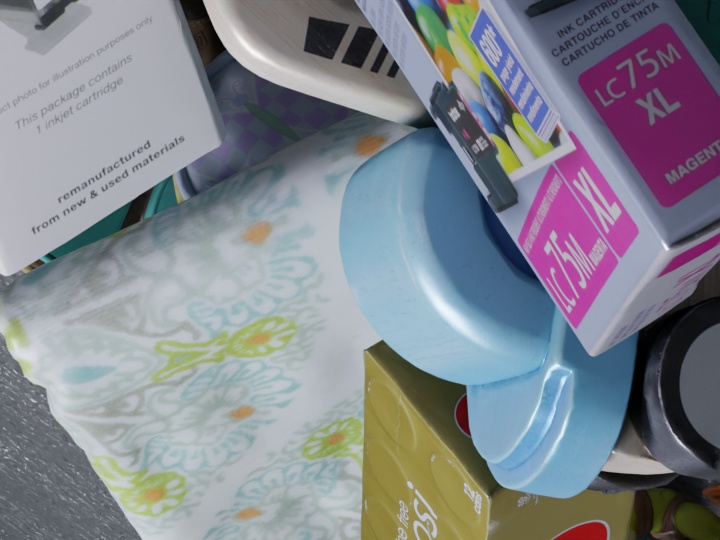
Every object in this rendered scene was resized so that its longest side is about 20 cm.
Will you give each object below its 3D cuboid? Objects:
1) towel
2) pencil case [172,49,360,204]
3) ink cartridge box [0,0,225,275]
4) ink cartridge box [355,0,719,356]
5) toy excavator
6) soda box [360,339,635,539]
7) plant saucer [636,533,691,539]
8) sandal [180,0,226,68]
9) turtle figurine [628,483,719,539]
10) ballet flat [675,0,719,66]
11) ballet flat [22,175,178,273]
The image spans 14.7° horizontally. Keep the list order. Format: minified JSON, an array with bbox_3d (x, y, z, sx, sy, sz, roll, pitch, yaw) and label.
[{"bbox_3d":[-0.009,0.029,0.904,0.048,0.170,0.200,61,177,34],"label":"towel"},{"bbox_3d":[0.000,0.000,0.986,0.083,0.091,0.200,8,155,23],"label":"pencil case"},{"bbox_3d":[-0.131,-0.121,0.787,0.147,0.083,0.201,39,156,46],"label":"ink cartridge box"},{"bbox_3d":[0.022,-0.081,0.667,0.201,0.042,0.119,59,170,9],"label":"ink cartridge box"},{"bbox_3d":[0.024,-0.042,0.763,0.199,0.196,0.100,10,171,-16],"label":"toy excavator"},{"bbox_3d":[0.043,0.090,0.911,0.068,0.064,0.201,49,155,30],"label":"soda box"},{"bbox_3d":[0.102,0.116,1.232,0.199,0.027,0.200,33,165,10],"label":"plant saucer"},{"bbox_3d":[-0.078,-0.092,0.945,0.080,0.057,0.201,28,163,29],"label":"sandal"},{"bbox_3d":[0.153,0.114,1.043,0.199,0.065,0.161,20,167,22],"label":"turtle figurine"},{"bbox_3d":[0.146,-0.050,0.605,0.199,0.072,0.072,21,159,49],"label":"ballet flat"},{"bbox_3d":[-0.094,-0.031,0.952,0.063,0.069,0.200,23,-178,24],"label":"ballet flat"}]
